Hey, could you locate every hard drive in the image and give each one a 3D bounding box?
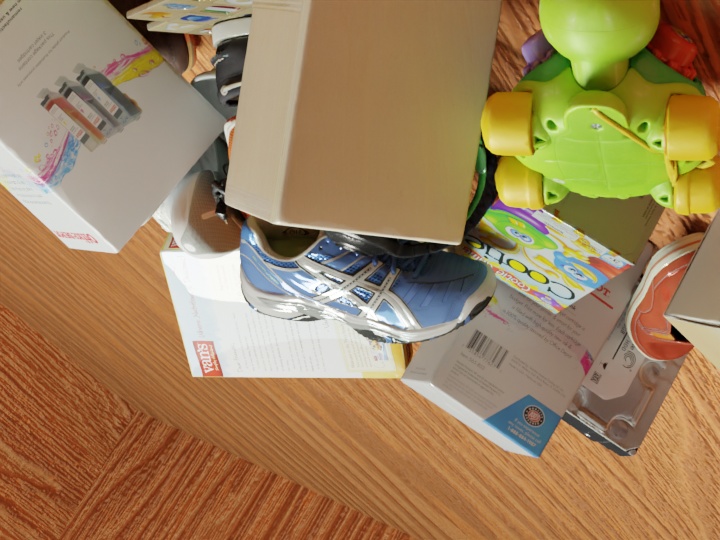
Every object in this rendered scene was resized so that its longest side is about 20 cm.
[{"bbox_3d":[0.182,0.050,1.501,0.200,0.140,0.038,35,165,-15],"label":"hard drive"}]

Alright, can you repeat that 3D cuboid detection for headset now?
[{"bbox_3d":[-0.004,-0.067,1.218,0.199,0.124,0.094,-7,180,-3],"label":"headset"}]

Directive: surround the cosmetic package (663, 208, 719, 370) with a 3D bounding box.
[{"bbox_3d":[0.321,0.048,1.296,0.200,0.105,0.071,42,162,-33],"label":"cosmetic package"}]

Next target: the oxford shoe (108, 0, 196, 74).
[{"bbox_3d":[-0.203,-0.214,1.504,0.071,0.073,0.200,23,164,29],"label":"oxford shoe"}]

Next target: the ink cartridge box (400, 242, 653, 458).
[{"bbox_3d":[0.137,0.035,1.427,0.115,0.200,0.068,35,169,-16],"label":"ink cartridge box"}]

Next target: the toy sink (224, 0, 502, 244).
[{"bbox_3d":[0.001,-0.127,1.127,0.130,0.201,0.112,5,-172,-24],"label":"toy sink"}]

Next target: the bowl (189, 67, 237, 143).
[{"bbox_3d":[-0.030,-0.131,1.411,0.201,0.091,0.201,29,165,8],"label":"bowl"}]

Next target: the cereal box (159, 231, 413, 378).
[{"bbox_3d":[-0.062,0.028,1.516,0.199,0.040,0.144,0,128,13],"label":"cereal box"}]

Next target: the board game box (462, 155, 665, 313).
[{"bbox_3d":[0.150,-0.053,1.289,0.103,0.105,0.200,30,165,-2],"label":"board game box"}]

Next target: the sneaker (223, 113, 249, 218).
[{"bbox_3d":[-0.067,-0.056,1.369,0.200,0.073,0.077,64,-171,-69],"label":"sneaker"}]

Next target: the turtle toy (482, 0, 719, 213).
[{"bbox_3d":[0.150,-0.110,1.072,0.145,0.101,0.200,3,157,13],"label":"turtle toy"}]

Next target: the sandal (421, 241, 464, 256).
[{"bbox_3d":[0.032,-0.007,1.377,0.078,0.070,0.212,62,172,14],"label":"sandal"}]

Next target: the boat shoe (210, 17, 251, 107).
[{"bbox_3d":[-0.019,-0.153,1.254,0.199,0.061,0.074,-3,175,25],"label":"boat shoe"}]

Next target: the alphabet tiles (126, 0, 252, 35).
[{"bbox_3d":[-0.062,-0.187,1.245,0.166,0.006,0.200,-1,176,-34],"label":"alphabet tiles"}]

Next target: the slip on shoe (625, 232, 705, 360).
[{"bbox_3d":[0.258,0.036,1.413,0.200,0.074,0.061,85,163,-67],"label":"slip on shoe"}]

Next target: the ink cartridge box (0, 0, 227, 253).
[{"bbox_3d":[-0.237,-0.131,1.399,0.200,0.145,0.145,46,164,-21],"label":"ink cartridge box"}]

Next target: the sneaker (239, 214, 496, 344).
[{"bbox_3d":[0.000,0.000,1.291,0.199,0.076,0.077,4,135,15],"label":"sneaker"}]

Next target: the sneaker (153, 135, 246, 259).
[{"bbox_3d":[-0.139,-0.053,1.445,0.071,0.080,0.200,59,-169,-22],"label":"sneaker"}]
